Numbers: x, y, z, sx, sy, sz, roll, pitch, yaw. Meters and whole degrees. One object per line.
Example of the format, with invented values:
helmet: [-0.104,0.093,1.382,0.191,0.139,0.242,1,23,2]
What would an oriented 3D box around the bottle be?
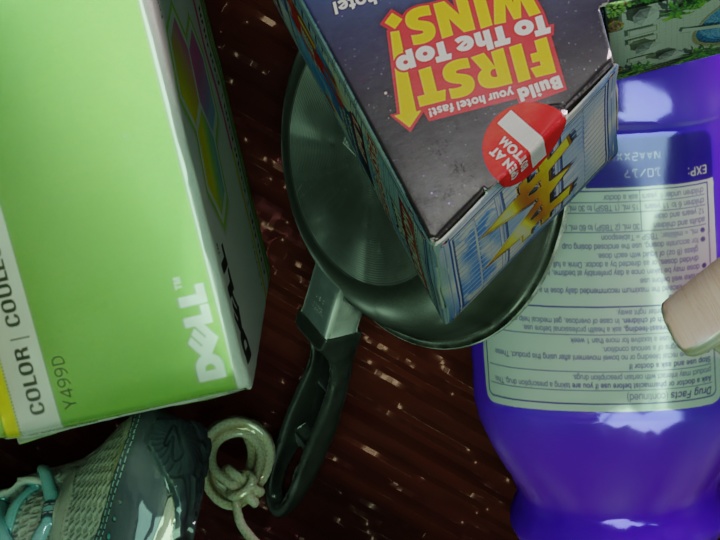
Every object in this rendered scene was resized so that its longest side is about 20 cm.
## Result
bottle: [0.075,0.025,0.796,0.083,0.065,0.201,0,108,15]

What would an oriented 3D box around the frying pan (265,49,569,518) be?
frying pan: [-0.006,-0.016,0.789,0.190,0.031,0.115,-42,64,43]

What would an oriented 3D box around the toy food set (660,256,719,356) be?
toy food set: [0.191,0.017,0.759,0.143,0.061,0.200,-40,136,12]

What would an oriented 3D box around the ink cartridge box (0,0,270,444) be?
ink cartridge box: [-0.080,-0.026,0.712,0.075,0.200,0.149,-12,108,4]

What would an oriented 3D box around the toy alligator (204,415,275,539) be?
toy alligator: [-0.011,0.124,0.767,0.059,0.054,0.201,-14,68,-12]

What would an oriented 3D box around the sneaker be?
sneaker: [-0.115,0.102,0.788,0.086,0.078,0.200,31,127,-13]

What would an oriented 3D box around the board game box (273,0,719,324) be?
board game box: [0.048,-0.098,0.704,0.199,0.062,0.201,-13,69,1]
